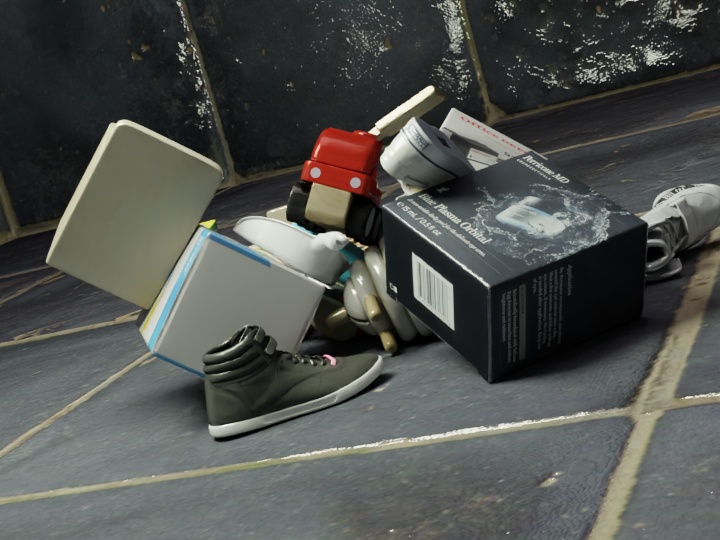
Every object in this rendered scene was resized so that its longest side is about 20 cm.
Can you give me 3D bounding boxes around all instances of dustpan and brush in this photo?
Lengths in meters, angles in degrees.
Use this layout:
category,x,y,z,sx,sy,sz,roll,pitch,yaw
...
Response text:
category,x,y,z,sx,sy,sz,roll,pitch,yaw
dustpan and brush,-0.057,-0.026,1.536,0.057,0.139,0.200,-61,19,-1

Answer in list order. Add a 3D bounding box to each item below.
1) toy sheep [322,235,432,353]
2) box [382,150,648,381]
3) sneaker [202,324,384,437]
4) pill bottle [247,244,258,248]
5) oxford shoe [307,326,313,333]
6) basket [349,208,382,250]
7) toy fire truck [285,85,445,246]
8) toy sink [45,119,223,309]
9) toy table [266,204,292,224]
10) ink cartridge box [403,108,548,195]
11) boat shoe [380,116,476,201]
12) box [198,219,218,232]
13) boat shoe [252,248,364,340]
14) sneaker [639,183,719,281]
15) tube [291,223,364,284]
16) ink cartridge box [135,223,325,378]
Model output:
category,x,y,z,sx,sy,sz,roll,pitch,yaw
toy sheep,0.049,0.021,1.548,0.199,0.138,0.138,-21,10,1
box,0.156,-0.012,1.388,0.199,0.118,0.197,-21,36,-24
sneaker,-0.074,0.096,1.403,0.199,0.100,0.071,-18,9,-16
pill bottle,-0.170,0.032,1.845,0.199,0.113,0.112,-20,11,-22
oxford shoe,-0.091,0.049,1.758,0.071,0.072,0.200,-7,15,31
basket,0.066,0.003,1.780,0.199,0.150,0.143,-13,-22,15
toy fire truck,0.010,-0.133,1.574,0.128,0.201,0.176,15,-1,9
toy sink,-0.249,-0.083,1.522,0.130,0.200,0.112,25,26,-15
toy table,-0.044,-0.068,2.170,0.199,0.118,0.184,-19,11,-9
ink cartridge box,0.140,-0.103,1.651,0.145,0.084,0.200,28,29,0
boat shoe,0.070,-0.102,1.459,0.086,0.075,0.202,-41,-16,13
box,-0.192,0.019,1.700,0.048,0.201,0.117,-15,11,5
boat shoe,-0.063,0.024,1.689,0.200,0.071,0.062,28,37,32
sneaker,0.354,-0.040,1.546,0.199,0.075,0.115,-23,12,-10
tube,0.000,0.000,1.658,0.200,0.051,0.077,33,39,13
ink cartridge box,-0.152,0.042,1.525,0.146,0.147,0.200,26,-1,-16
